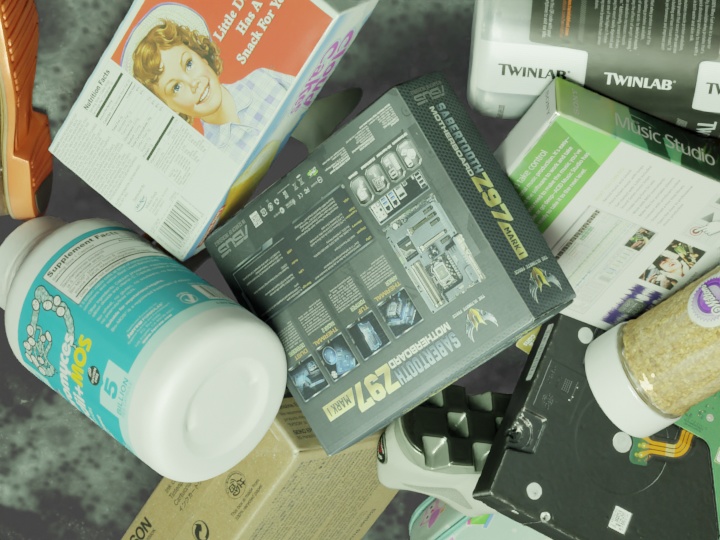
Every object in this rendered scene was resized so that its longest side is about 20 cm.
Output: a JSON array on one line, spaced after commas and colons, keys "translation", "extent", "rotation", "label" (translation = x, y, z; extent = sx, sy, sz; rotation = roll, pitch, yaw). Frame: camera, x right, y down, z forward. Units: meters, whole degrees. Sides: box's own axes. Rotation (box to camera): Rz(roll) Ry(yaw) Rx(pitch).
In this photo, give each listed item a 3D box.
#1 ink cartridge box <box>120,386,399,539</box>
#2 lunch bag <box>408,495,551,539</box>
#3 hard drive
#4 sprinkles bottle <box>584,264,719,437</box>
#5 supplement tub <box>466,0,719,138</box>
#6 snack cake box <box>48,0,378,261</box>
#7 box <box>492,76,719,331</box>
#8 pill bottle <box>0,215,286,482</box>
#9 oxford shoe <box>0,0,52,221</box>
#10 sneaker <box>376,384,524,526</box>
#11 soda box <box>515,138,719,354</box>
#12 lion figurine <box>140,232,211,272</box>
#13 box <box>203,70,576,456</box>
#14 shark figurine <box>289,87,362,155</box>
[{"translation": [-0.059, 0.152, 1.544], "extent": [0.075, 0.164, 0.200], "rotation": [49, 120, 24], "label": "ink cartridge box"}, {"translation": [0.133, 0.205, 1.611], "extent": [0.200, 0.077, 0.160], "rotation": [42, 117, -19], "label": "lunch bag"}, {"translation": [0.182, 0.123, 1.460], "extent": [0.199, 0.140, 0.038], "rotation": [27, 164, -13], "label": "hard drive"}, {"translation": [0.227, 0.025, 1.369], "extent": [0.200, 0.068, 0.068], "rotation": [-35, 113, 31], "label": "sprinkles bottle"}, {"translation": [0.166, -0.143, 1.373], "extent": [0.198, 0.123, 0.123], "rotation": [6, 121, 2], "label": "supplement tub"}, {"translation": [-0.092, -0.121, 1.419], "extent": [0.115, 0.067, 0.200], "rotation": [40, 118, 8], "label": "snack cake box"}, {"translation": [0.162, -0.026, 1.389], "extent": [0.199, 0.037, 0.144], "rotation": [20, 133, -22], "label": "box"}, {"translation": [-0.146, 0.039, 1.438], "extent": [0.200, 0.110, 0.111], "rotation": [33, 136, 38], "label": "pill bottle"}, {"translation": [-0.240, -0.119, 1.452], "extent": [0.072, 0.071, 0.201], "rotation": [4, 121, 8], "label": "oxford shoe"}, {"translation": [0.104, 0.124, 1.505], "extent": [0.199, 0.075, 0.089], "rotation": [12, 145, -16], "label": "sneaker"}, {"translation": [0.185, -0.016, 1.482], "extent": [0.068, 0.064, 0.200], "rotation": [34, 118, -17], "label": "soda box"}, {"translation": [-0.117, 0.044, 1.548], "extent": [0.122, 0.072, 0.201], "rotation": [-19, 104, 26], "label": "lion figurine"}, {"translation": [0.013, -0.001, 1.380], "extent": [0.200, 0.051, 0.158], "rotation": [-37, 80, 42], "label": "box"}, {"translation": [-0.012, -0.007, 1.473], "extent": [0.089, 0.128, 0.215], "rotation": [-20, 117, 27], "label": "shark figurine"}]
